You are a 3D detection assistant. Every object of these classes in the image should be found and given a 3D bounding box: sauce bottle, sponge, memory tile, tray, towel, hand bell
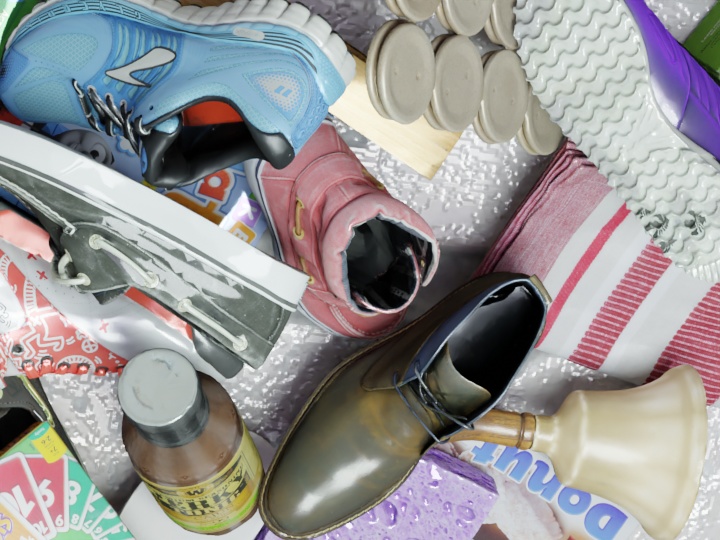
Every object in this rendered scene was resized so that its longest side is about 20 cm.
[{"bbox_3d":[-0.091,0.089,1.175,0.064,0.200,0.065,-2,71,6],"label":"sauce bottle"},{"bbox_3d":[-0.017,0.183,1.320,0.111,0.030,0.200,25,109,-17],"label":"sponge"},{"bbox_3d":[0.064,-0.144,1.173,0.200,0.017,0.154,7,89,-57],"label":"memory tile"},{"bbox_3d":[-0.043,-0.125,1.195,0.200,0.099,0.037,34,96,-19],"label":"tray"},{"bbox_3d":[0.170,0.010,1.296,0.199,0.023,0.144,19,128,-18],"label":"towel"},{"bbox_3d":[0.087,0.089,1.285,0.199,0.104,0.105,10,105,-10],"label":"hand bell"}]

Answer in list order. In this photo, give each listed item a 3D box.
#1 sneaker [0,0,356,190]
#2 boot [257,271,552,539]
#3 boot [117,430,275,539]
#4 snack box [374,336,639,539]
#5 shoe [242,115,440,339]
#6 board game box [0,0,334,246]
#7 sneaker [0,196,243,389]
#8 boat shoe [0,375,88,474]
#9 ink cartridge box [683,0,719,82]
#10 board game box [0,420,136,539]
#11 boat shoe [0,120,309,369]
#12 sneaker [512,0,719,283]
[{"bbox_3d":[-0.105,-0.087,1.117,0.078,0.199,0.090,54,48,-46],"label":"sneaker"},{"bbox_3d":[0.024,0.067,1.208,0.200,0.097,0.075,-43,88,-10],"label":"boot"},{"bbox_3d":[-0.126,0.177,1.296,0.073,0.090,0.200,42,68,4],"label":"boot"},{"bbox_3d":[0.072,0.120,1.337,0.200,0.024,0.072,33,97,-19],"label":"snack box"},{"bbox_3d":[0.000,0.000,1.202,0.071,0.091,0.200,-35,146,-7],"label":"shoe"},{"bbox_3d":[-0.137,-0.072,1.226,0.199,0.037,0.152,29,100,-20],"label":"board game box"},{"bbox_3d":[-0.170,0.037,1.193,0.201,0.067,0.108,31,90,-14],"label":"sneaker"},{"bbox_3d":[-0.206,0.077,1.245,0.072,0.061,0.202,-31,111,0],"label":"boat shoe"},{"bbox_3d":[0.303,-0.152,1.274,0.148,0.076,0.200,36,96,-19],"label":"ink cartridge box"},{"bbox_3d":[-0.149,0.189,1.215,0.095,0.030,0.200,-39,101,-23],"label":"board game box"},{"bbox_3d":[-0.124,-0.015,1.133,0.199,0.071,0.064,28,88,-11],"label":"boat shoe"},{"bbox_3d":[0.157,-0.092,1.212,0.069,0.100,0.201,-29,97,32],"label":"sneaker"}]
